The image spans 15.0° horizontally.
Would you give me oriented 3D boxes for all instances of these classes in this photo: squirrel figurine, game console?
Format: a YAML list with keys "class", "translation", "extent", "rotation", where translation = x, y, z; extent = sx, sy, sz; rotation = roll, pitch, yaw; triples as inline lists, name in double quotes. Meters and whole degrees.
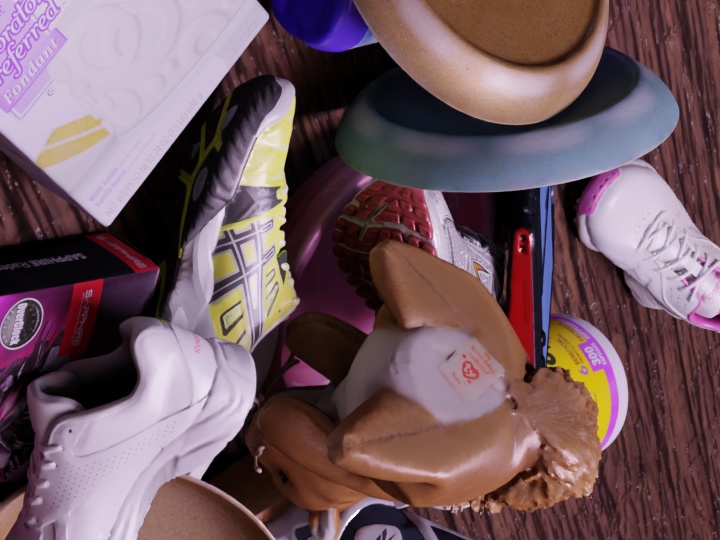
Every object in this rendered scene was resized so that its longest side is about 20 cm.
- class: "squirrel figurine"
  translation: [0.032, 0.098, 1.568]
  extent: [0.200, 0.142, 0.187]
  rotation: [17, 149, -21]
- class: "game console"
  translation: [0.109, -0.021, 1.722]
  extent: [0.200, 0.031, 0.177]
  rotation: [-82, 175, -49]

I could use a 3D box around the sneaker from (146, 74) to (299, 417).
- class: "sneaker"
  translation: [-0.069, -0.011, 1.524]
  extent: [0.076, 0.075, 0.200]
  rotation: [16, 101, -16]

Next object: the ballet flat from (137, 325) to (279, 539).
- class: "ballet flat"
  translation: [-0.102, 0.077, 1.587]
  extent: [0.069, 0.069, 0.200]
  rotation: [1, 119, -53]

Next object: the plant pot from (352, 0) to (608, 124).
- class: "plant pot"
  translation: [0.068, -0.178, 1.510]
  extent: [0.200, 0.200, 0.027]
  rotation: [-20, 175, -43]

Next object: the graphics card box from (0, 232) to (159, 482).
- class: "graphics card box"
  translation: [-0.204, 0.053, 1.457]
  extent: [0.200, 0.051, 0.126]
  rotation: [-9, 125, -48]

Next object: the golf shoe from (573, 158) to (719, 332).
- class: "golf shoe"
  translation: [0.217, -0.016, 1.917]
  extent: [0.075, 0.091, 0.200]
  rotation: [-54, 146, -2]

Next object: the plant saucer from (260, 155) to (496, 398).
- class: "plant saucer"
  translation: [0.000, 0.000, 1.681]
  extent: [0.200, 0.051, 0.201]
  rotation: [-33, 141, -32]

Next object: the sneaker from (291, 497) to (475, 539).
- class: "sneaker"
  translation: [0.050, 0.203, 1.694]
  extent: [0.080, 0.130, 0.199]
  rotation: [-49, 147, -11]

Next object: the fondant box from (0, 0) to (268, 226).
- class: "fondant box"
  translation: [-0.146, -0.129, 1.371]
  extent: [0.144, 0.058, 0.200]
  rotation: [-53, 146, -6]

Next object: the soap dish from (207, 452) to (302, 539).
- class: "soap dish"
  translation: [-0.072, 0.197, 1.724]
  extent: [0.200, 0.081, 0.157]
  rotation: [-34, 141, -32]

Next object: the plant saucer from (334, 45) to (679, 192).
- class: "plant saucer"
  translation: [0.083, -0.096, 1.581]
  extent: [0.200, 0.200, 0.027]
  rotation: [-28, 121, -38]

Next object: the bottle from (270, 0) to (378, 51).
- class: "bottle"
  translation: [0.037, -0.179, 1.562]
  extent: [0.200, 0.065, 0.084]
  rotation: [-18, 131, -45]

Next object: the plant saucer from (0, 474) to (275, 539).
- class: "plant saucer"
  translation: [-0.133, 0.188, 1.586]
  extent: [0.035, 0.200, 0.200]
  rotation: [-85, -172, -63]

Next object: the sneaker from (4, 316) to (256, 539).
- class: "sneaker"
  translation: [-0.151, 0.098, 1.468]
  extent: [0.099, 0.078, 0.200]
  rotation: [33, 103, -31]

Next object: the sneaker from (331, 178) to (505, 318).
- class: "sneaker"
  translation: [0.040, -0.005, 1.628]
  extent: [0.082, 0.078, 0.200]
  rotation: [-54, 155, -22]

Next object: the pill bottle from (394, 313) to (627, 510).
- class: "pill bottle"
  translation: [0.081, 0.098, 1.820]
  extent: [0.200, 0.104, 0.104]
  rotation: [-17, 130, -46]
